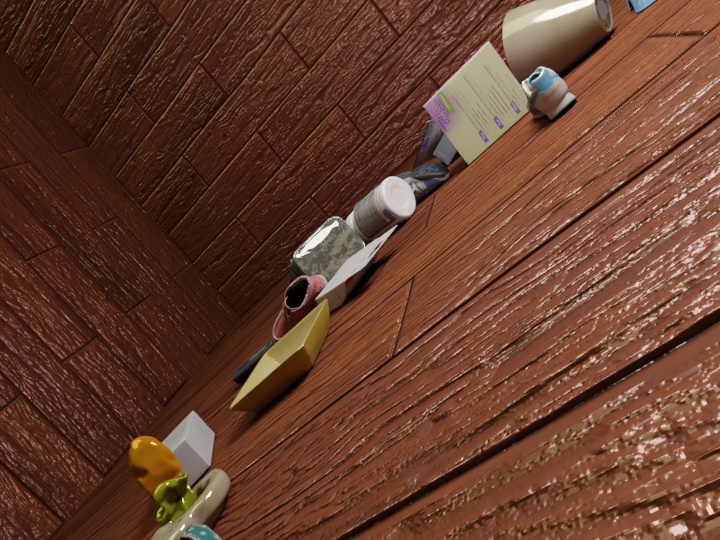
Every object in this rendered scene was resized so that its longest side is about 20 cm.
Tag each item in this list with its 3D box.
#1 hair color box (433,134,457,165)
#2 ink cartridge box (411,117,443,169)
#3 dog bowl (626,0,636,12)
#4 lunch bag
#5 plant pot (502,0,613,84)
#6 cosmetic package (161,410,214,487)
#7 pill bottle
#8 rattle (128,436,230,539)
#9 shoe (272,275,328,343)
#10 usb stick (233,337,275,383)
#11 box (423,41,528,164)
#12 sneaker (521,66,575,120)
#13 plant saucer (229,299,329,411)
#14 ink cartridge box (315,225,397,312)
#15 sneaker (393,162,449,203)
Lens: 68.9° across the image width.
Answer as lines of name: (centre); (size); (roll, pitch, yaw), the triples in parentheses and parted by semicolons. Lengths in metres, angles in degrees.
hair color box: (0.286, -0.408, 1.475); (0.100, 0.060, 0.202); (-53, -6, -45)
ink cartridge box: (0.238, -0.415, 1.569); (0.196, 0.041, 0.202); (-30, -22, -25)
dog bowl: (0.613, -0.610, 1.108); (0.111, 0.050, 0.201); (-39, 11, 32)
lunch bag: (-0.098, -0.018, 1.414); (0.200, 0.139, 0.169); (-47, -7, -24)
plant pot: (0.452, -0.539, 1.182); (0.197, 0.190, 0.188); (-10, 31, 50)
cosmetic package: (-0.334, 0.347, 0.985); (0.101, 0.072, 0.200); (-45, 8, -10)
pill bottle: (0.048, -0.150, 1.390); (0.198, 0.114, 0.114); (-33, 13, 50)
rattle: (-0.237, 0.280, 0.646); (0.126, 0.147, 0.200); (-24, 1, -5)
shoe: (-0.157, 0.090, 1.207); (0.201, 0.072, 0.090); (-50, -22, 15)
usb stick: (-0.253, 0.221, 1.328); (0.199, 0.033, 0.056); (-40, 8, 25)
box: (0.277, -0.393, 1.238); (0.199, 0.177, 0.097); (-40, 9, 23)
sneaker: (0.345, -0.339, 0.989); (0.076, 0.081, 0.201); (-42, 8, 16)
plant saucer: (-0.134, 0.166, 0.976); (0.199, 0.049, 0.201); (-42, 9, 21)
ink cartridge box: (0.000, 0.000, 1.146); (0.198, 0.050, 0.162); (-31, 16, 48)
sneaker: (0.158, -0.228, 1.395); (0.196, 0.079, 0.076); (-8, 28, 45)
